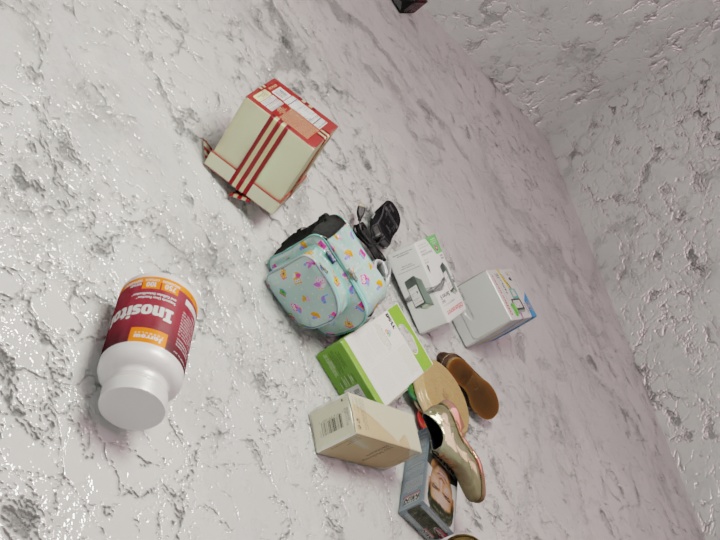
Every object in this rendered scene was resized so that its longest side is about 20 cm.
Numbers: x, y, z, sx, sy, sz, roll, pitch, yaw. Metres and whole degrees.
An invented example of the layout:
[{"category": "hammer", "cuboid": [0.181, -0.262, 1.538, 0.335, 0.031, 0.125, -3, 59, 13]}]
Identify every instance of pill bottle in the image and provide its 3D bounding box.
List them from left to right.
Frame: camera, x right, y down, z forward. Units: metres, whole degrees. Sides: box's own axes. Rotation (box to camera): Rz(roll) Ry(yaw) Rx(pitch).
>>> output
[{"category": "pill bottle", "cuboid": [-0.285, 0.107, 1.175, 0.113, 0.113, 0.201, 42, 30, -31]}]

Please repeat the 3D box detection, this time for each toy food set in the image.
[{"category": "toy food set", "cuboid": [0.162, 0.276, 1.871, 0.200, 0.048, 0.199, 43, 30, -31]}]

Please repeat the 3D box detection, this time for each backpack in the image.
[{"category": "backpack", "cuboid": [-0.059, 0.023, 1.610, 0.200, 0.175, 0.154, 49, 43, -15]}]

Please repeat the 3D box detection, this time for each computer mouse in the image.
[{"category": "computer mouse", "cuboid": [0.029, -0.111, 2.059, 0.141, 0.046, 0.201, 53, 35, -29]}]

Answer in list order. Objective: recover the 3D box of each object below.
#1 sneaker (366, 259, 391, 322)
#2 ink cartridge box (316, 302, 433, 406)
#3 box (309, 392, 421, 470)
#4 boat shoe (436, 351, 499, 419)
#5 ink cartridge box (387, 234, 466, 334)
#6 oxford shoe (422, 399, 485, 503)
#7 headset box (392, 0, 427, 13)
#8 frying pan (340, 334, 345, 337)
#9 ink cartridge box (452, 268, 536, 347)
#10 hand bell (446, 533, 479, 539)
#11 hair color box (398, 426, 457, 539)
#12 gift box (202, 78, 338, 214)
[{"category": "sneaker", "cuboid": [0.000, 0.000, 1.769, 0.075, 0.115, 0.201, 17, 33, -34]}, {"category": "ink cartridge box", "cuboid": [0.033, 0.170, 1.669, 0.200, 0.076, 0.148, -31, 89, -51]}, {"category": "box", "cuboid": [0.012, 0.284, 1.540, 0.199, 0.095, 0.078, 26, 41, -46]}, {"category": "boat shoe", "cuboid": [0.245, 0.259, 2.018, 0.200, 0.070, 0.070, 54, -15, -24]}, {"category": "ink cartridge box", "cuboid": [0.157, 0.030, 2.064, 0.146, 0.084, 0.201, -25, 92, -63]}, {"category": "oxford shoe", "cuboid": [0.172, 0.350, 1.670, 0.073, 0.071, 0.201, -13, 72, -37]}, {"category": "headset box", "cuboid": [0.165, -1.046, 3.298, 0.149, 0.075, 0.200, 57, 25, -1]}, {"category": "frying pan", "cuboid": [-0.015, 0.095, 1.770, 0.115, 0.031, 0.191, 32, 33, -41]}, {"category": "ink cartridge box", "cuboid": [0.331, 0.093, 2.262, 0.200, 0.146, 0.148, -3, 63, -61]}, {"category": "hand bell", "cuboid": [0.225, 0.568, 1.645, 0.200, 0.104, 0.105, 46, 26, -49]}, {"category": "hair color box", "cuboid": [0.132, 0.401, 1.666, 0.099, 0.060, 0.201, 48, 28, -20]}, {"category": "gift box", "cuboid": [-0.180, -0.239, 1.673, 0.200, 0.187, 0.185, 38, 28, 3]}]
